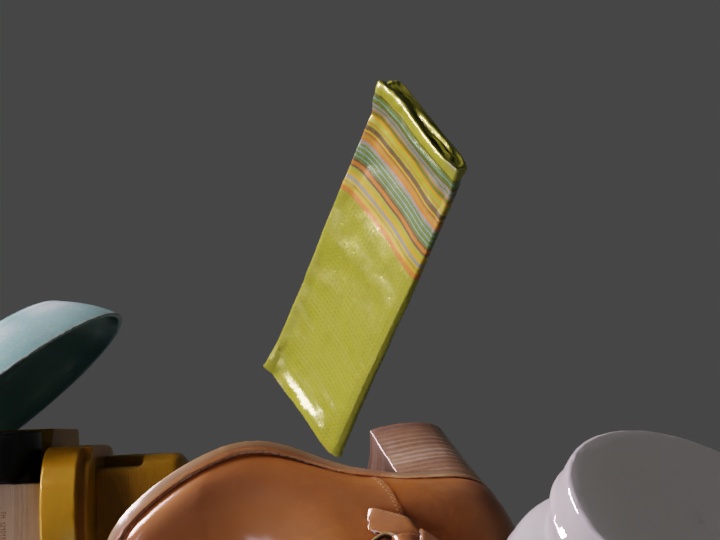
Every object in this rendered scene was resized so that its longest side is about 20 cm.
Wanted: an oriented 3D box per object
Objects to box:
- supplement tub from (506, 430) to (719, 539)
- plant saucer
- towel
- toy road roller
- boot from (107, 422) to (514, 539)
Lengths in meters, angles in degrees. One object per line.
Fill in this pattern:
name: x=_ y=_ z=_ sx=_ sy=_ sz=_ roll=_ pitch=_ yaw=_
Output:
supplement tub: x=0.110 y=0.185 z=1.061 sx=0.140 sy=0.140 sz=0.200 roll=52 pitch=130 yaw=43
plant saucer: x=-0.240 y=0.077 z=1.534 sx=0.036 sy=0.200 sz=0.200 roll=52 pitch=136 yaw=7
towel: x=0.000 y=0.000 z=1.339 sx=0.086 sy=0.018 sz=0.200 roll=54 pitch=132 yaw=43
toy road roller: x=-0.172 y=0.160 z=1.527 sx=0.200 sy=0.146 sz=0.123 roll=49 pitch=-141 yaw=-85
boot: x=-0.015 y=0.152 z=1.200 sx=0.155 sy=0.200 sz=0.074 roll=-120 pitch=18 yaw=-48
